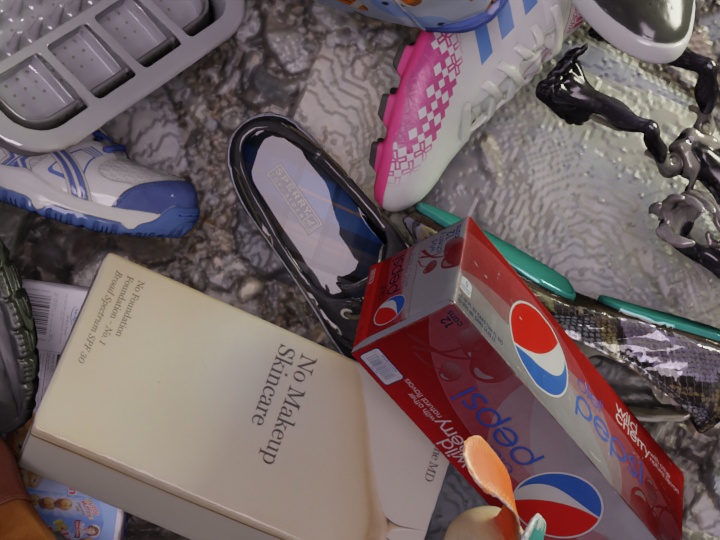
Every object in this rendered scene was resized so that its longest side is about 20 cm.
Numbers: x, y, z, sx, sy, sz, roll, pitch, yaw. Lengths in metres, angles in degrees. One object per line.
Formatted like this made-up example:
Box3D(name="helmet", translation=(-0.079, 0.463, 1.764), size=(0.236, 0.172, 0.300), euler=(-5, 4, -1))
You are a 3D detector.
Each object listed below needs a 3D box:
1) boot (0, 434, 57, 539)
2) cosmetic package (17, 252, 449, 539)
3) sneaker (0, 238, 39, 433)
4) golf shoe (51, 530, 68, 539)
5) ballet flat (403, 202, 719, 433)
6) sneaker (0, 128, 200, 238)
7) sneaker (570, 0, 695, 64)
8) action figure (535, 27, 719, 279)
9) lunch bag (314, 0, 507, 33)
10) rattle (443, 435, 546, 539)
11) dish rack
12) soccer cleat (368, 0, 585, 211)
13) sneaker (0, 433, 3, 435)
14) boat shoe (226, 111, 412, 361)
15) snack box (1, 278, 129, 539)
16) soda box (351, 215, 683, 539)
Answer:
Box3D(name="boot", translation=(-0.210, 0.179, 0.912), size=(0.188, 0.069, 0.200), euler=(-40, 62, -2))
Box3D(name="cosmetic package", translation=(-0.060, 0.084, 0.958), size=(0.199, 0.073, 0.104), euler=(23, 65, -7))
Box3D(name="sneaker", translation=(-0.219, -0.009, 0.922), size=(0.090, 0.076, 0.201), euler=(-25, 88, -5))
Box3D(name="golf shoe", translation=(-0.164, 0.167, 0.953), size=(0.198, 0.097, 0.079), euler=(3, 93, 4))
Box3D(name="ballet flat", translation=(0.105, 0.033, 0.982), size=(0.199, 0.072, 0.072), euler=(23, 91, -3))
Box3D(name="sneaker", translation=(-0.172, -0.077, 0.988), size=(0.199, 0.075, 0.089), euler=(19, 90, 1))
Box3D(name="sneaker", translation=(0.139, -0.201, 0.925), size=(0.070, 0.099, 0.201), euler=(7, 56, -16))
Box3D(name="action figure", translation=(0.186, -0.054, 0.968), size=(0.200, 0.102, 0.119), euler=(41, 84, 3))
Box3D(name="lunch bag", translation=(0.013, -0.211, 0.947), size=(0.199, 0.075, 0.161), euler=(19, 84, 31))
Box3D(name="rattle", translation=(0.100, 0.162, 0.916), size=(0.142, 0.130, 0.201), euler=(1, 115, -13))
Box3D(name="dish rack", translation=(-0.175, -0.155, 0.970), size=(0.200, 0.044, 0.171), euler=(47, 56, 4))
Box3D(name="soccer cleat", translation=(0.069, -0.118, 0.981), size=(0.086, 0.070, 0.201), euler=(20, 87, 5))
Box3D(name="sneaker", translation=(-0.251, 0.011, 0.990), size=(0.076, 0.081, 0.201), euler=(-35, 100, -1))
Box3D(name="boat shoe", translation=(0.000, 0.000, 0.988), size=(0.070, 0.066, 0.201), euler=(-35, 89, 1))
Box3D(name="snack box", translation=(-0.157, 0.109, 1.013), size=(0.071, 0.024, 0.202), euler=(8, 90, 0))
Box3D(name="soda box", translation=(0.082, 0.072, 0.938), size=(0.063, 0.070, 0.200), euler=(-26, 119, 28))
